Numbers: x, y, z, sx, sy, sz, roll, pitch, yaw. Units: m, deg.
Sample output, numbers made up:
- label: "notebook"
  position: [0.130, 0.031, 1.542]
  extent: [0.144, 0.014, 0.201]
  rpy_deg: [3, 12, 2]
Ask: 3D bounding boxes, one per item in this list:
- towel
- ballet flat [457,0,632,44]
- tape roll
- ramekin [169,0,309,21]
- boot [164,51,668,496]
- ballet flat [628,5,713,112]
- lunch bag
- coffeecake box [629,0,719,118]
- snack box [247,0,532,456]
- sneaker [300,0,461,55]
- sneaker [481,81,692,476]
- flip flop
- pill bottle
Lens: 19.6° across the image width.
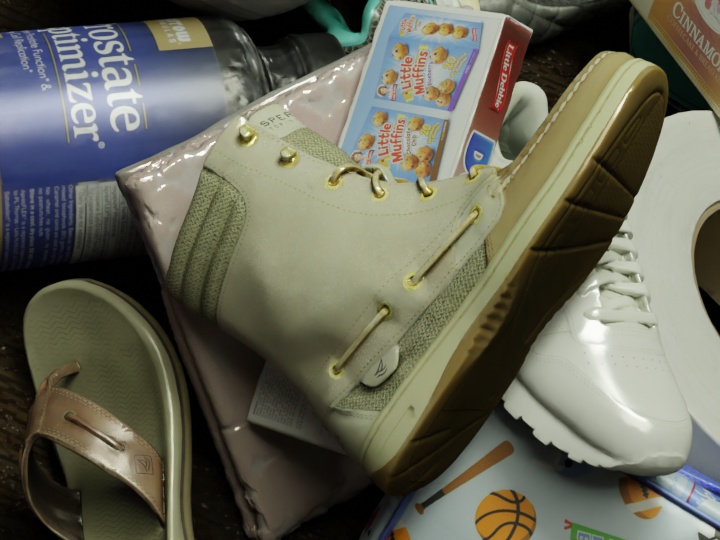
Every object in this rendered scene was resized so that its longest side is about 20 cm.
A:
- label: "towel"
  position: [0.000, 0.000, 0.970]
  extent: [0.200, 0.032, 0.191]
  rpy_deg: [-29, 110, -26]
- label: "ballet flat"
  position: [0.122, -0.167, 1.137]
  extent: [0.200, 0.057, 0.067]
  rpy_deg: [-13, 64, -20]
- label: "tape roll"
  position: [0.175, 0.027, 0.993]
  extent: [0.202, 0.071, 0.203]
  rpy_deg: [19, 53, -28]
- label: "ramekin"
  position: [-0.057, -0.216, 1.006]
  extent: [0.105, 0.200, 0.200]
  rpy_deg: [28, 51, -37]
- label: "boot"
  position: [0.018, -0.031, 0.849]
  extent: [0.155, 0.072, 0.200]
  rpy_deg: [39, 103, 26]
- label: "ballet flat"
  position: [0.235, -0.103, 1.134]
  extent: [0.200, 0.072, 0.072]
  rpy_deg: [21, 58, -4]
- label: "lunch bag"
  position: [0.100, 0.143, 0.905]
  extent: [0.200, 0.076, 0.160]
  rpy_deg: [31, 97, 3]
- label: "coffeecake box"
  position: [0.243, -0.146, 1.066]
  extent: [0.200, 0.073, 0.154]
  rpy_deg: [-1, 43, -28]
- label: "snack box"
  position: [0.012, -0.019, 0.913]
  extent: [0.024, 0.072, 0.200]
  rpy_deg: [24, 83, -47]
- label: "sneaker"
  position: [-0.013, -0.179, 1.080]
  extent: [0.091, 0.078, 0.200]
  rpy_deg: [14, 42, -58]
- label: "sneaker"
  position: [0.087, 0.003, 0.888]
  extent: [0.076, 0.081, 0.200]
  rpy_deg: [11, 34, -39]
- label: "flip flop"
  position: [-0.118, 0.093, 0.915]
  extent: [0.058, 0.081, 0.200]
  rpy_deg: [18, 55, -49]
- label: "pill bottle"
  position: [-0.106, -0.062, 0.990]
  extent: [0.200, 0.112, 0.112]
  rpy_deg: [-8, 63, -17]
